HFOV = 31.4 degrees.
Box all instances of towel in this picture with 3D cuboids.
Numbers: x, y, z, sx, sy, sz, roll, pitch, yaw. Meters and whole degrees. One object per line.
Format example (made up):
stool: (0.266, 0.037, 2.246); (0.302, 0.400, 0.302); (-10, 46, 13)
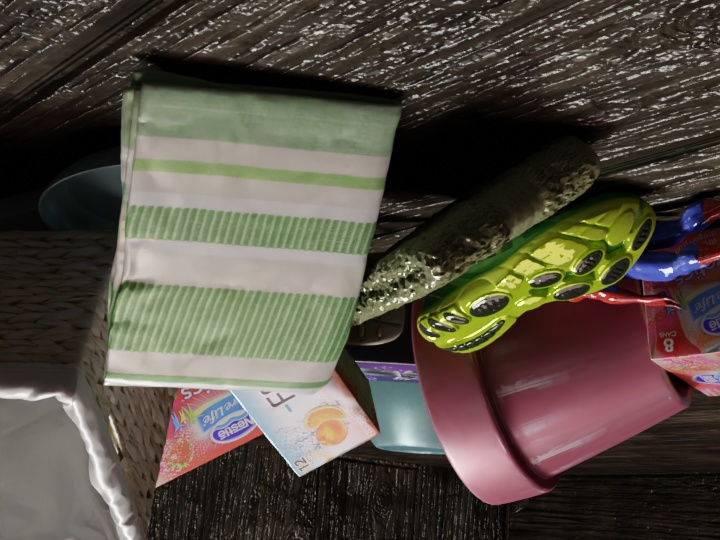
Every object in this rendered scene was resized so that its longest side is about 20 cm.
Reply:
towel: (-0.069, -0.014, 0.743); (0.152, 0.201, 0.023); (5, -150, -13)
towel: (0.055, -0.020, 0.807); (0.148, 0.037, 0.200); (-34, -178, -21)

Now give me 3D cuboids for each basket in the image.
basket: (-0.250, 0.090, 0.904); (0.199, 0.161, 0.199); (-1, 134, 8)

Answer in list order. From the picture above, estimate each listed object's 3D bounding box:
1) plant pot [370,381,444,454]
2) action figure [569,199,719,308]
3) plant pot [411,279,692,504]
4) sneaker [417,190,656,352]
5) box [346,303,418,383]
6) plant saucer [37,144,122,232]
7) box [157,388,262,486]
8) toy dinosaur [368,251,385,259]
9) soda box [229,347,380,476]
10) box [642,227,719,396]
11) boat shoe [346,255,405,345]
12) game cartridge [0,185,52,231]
plant pot: (0.067, 0.135, 1.441); (0.199, 0.135, 0.200); (4, 168, 1)
action figure: (0.200, -0.010, 0.898); (0.052, 0.066, 0.200); (23, 157, -38)
plant pot: (0.163, 0.073, 1.040); (0.178, 0.201, 0.200); (-18, 160, 22)
sneaker: (0.115, -0.013, 0.907); (0.074, 0.084, 0.200); (31, 136, -35)
box: (0.081, 0.070, 1.280); (0.199, 0.079, 0.141); (3, 170, 5)
plant saucer: (-0.119, -0.045, 0.883); (0.199, 0.028, 0.200); (0, 161, 0)
box: (-0.133, 0.098, 1.159); (0.199, 0.100, 0.095); (-26, -150, -9)
toy dinosaur: (0.000, 0.000, 0.981); (0.199, 0.061, 0.106); (-18, -168, 1)
soda box: (-0.064, 0.039, 0.828); (0.068, 0.064, 0.200); (-28, 122, 9)
box: (0.291, 0.035, 0.988); (0.102, 0.095, 0.200); (-7, 164, 25)
boat shoe: (-0.064, 0.011, 0.906); (0.199, 0.076, 0.072); (17, 161, -18)
game cartridge: (-0.249, 0.025, 0.998); (0.133, 0.041, 0.200); (-13, 132, 4)
